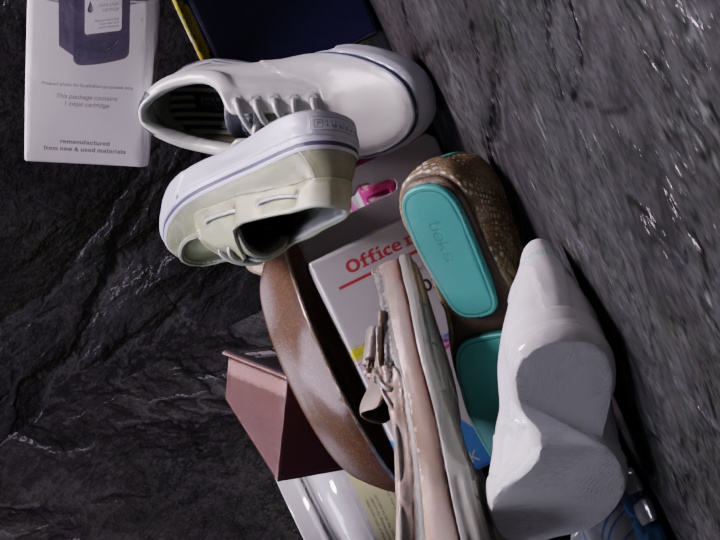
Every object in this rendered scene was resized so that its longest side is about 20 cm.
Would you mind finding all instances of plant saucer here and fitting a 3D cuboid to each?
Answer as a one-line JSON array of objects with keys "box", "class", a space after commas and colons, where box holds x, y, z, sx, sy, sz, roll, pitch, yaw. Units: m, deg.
[{"box": [-0.018, 0.062, 1.313, 0.201, 0.037, 0.200, 61, -170, -18], "class": "plant saucer"}]

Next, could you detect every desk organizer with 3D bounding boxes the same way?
[{"box": [-0.005, 0.095, 1.460, 0.072, 0.200, 0.077, 18, 106, 44], "class": "desk organizer"}]

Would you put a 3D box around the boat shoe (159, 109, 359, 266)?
[{"box": [-0.068, -0.036, 1.223, 0.200, 0.072, 0.062, -32, 51, 54], "class": "boat shoe"}]

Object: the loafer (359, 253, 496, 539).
[{"box": [0.026, 0.087, 1.137, 0.072, 0.063, 0.201, 59, -165, -65], "class": "loafer"}]

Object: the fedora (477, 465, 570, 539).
[{"box": [0.107, 0.153, 1.400, 0.201, 0.091, 0.201, 157, 90, -85], "class": "fedora"}]

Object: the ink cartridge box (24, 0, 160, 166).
[{"box": [-0.174, -0.184, 1.325, 0.145, 0.084, 0.201, -105, 19, -72], "class": "ink cartridge box"}]

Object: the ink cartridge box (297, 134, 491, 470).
[{"box": [0.041, 0.024, 1.245, 0.200, 0.115, 0.068, 64, 177, 0], "class": "ink cartridge box"}]

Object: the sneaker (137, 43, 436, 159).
[{"box": [-0.049, -0.095, 1.237, 0.071, 0.200, 0.073, -37, -60, -49], "class": "sneaker"}]

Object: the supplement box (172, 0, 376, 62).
[{"box": [-0.067, -0.185, 1.395, 0.200, 0.109, 0.109, -151, 36, -84], "class": "supplement box"}]

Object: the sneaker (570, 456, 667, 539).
[{"box": [0.140, 0.175, 1.145, 0.075, 0.086, 0.200, 67, 177, -68], "class": "sneaker"}]

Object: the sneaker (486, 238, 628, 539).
[{"box": [0.102, 0.067, 1.080, 0.200, 0.075, 0.089, 91, 172, -49], "class": "sneaker"}]

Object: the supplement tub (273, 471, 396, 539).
[{"box": [0.039, 0.185, 1.744, 0.145, 0.200, 0.145, 63, 176, 8], "class": "supplement tub"}]

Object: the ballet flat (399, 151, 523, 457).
[{"box": [0.081, 0.021, 1.143, 0.065, 0.070, 0.200, -45, -55, -48], "class": "ballet flat"}]

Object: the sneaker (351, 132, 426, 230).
[{"box": [0.030, -0.042, 1.332, 0.088, 0.081, 0.201, 141, 111, -88], "class": "sneaker"}]

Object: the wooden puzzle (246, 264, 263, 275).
[{"box": [-0.034, -0.066, 1.573, 0.200, 0.037, 0.186, 21, 127, 44], "class": "wooden puzzle"}]
